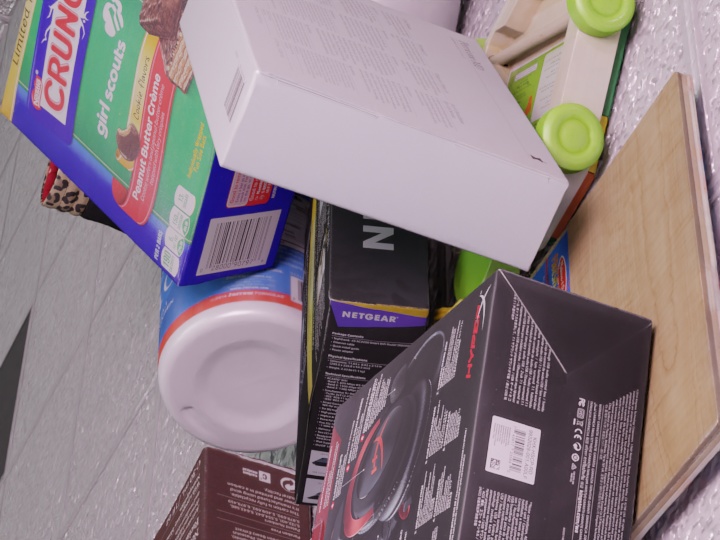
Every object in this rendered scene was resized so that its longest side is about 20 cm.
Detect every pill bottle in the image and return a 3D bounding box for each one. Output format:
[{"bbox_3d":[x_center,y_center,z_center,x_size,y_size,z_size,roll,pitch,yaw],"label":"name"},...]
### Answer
[{"bbox_3d":[-0.067,0.006,1.371,0.201,0.112,0.113,-94,28,-53],"label":"pill bottle"}]

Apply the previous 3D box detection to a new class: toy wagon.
[{"bbox_3d":[0.078,-0.060,1.108,0.155,0.039,0.201,157,128,-69],"label":"toy wagon"}]

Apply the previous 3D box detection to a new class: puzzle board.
[{"bbox_3d":[0.110,0.034,0.948,0.201,0.017,0.151,-88,22,-45],"label":"puzzle board"}]

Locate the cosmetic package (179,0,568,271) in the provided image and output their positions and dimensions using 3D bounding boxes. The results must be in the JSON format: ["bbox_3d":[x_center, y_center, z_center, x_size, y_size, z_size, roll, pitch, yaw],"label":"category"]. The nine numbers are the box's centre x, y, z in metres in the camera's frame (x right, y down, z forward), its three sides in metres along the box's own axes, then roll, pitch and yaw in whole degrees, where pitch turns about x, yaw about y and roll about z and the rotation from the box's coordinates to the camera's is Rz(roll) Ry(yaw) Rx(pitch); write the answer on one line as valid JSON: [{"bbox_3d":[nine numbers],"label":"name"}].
[{"bbox_3d":[0.000,-0.081,1.048,0.200,0.150,0.052,-111,40,-64],"label":"cosmetic package"}]

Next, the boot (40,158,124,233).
[{"bbox_3d":[-0.142,-0.108,1.658,0.073,0.150,0.201,169,118,-71],"label":"boot"}]

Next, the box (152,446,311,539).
[{"bbox_3d":[-0.076,0.208,1.259,0.201,0.074,0.100,-96,29,-50],"label":"box"}]

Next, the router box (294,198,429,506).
[{"bbox_3d":[0.000,0.000,1.191,0.158,0.052,0.201,100,173,-46],"label":"router box"}]

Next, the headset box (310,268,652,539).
[{"bbox_3d":[0.038,0.109,0.944,0.200,0.075,0.150,135,149,-58],"label":"headset box"}]

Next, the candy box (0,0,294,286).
[{"bbox_3d":[-0.113,-0.118,1.287,0.200,0.077,0.170,43,128,38],"label":"candy box"}]

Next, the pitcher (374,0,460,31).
[{"bbox_3d":[-0.006,-0.179,1.323,0.172,0.121,0.201,46,115,41],"label":"pitcher"}]
